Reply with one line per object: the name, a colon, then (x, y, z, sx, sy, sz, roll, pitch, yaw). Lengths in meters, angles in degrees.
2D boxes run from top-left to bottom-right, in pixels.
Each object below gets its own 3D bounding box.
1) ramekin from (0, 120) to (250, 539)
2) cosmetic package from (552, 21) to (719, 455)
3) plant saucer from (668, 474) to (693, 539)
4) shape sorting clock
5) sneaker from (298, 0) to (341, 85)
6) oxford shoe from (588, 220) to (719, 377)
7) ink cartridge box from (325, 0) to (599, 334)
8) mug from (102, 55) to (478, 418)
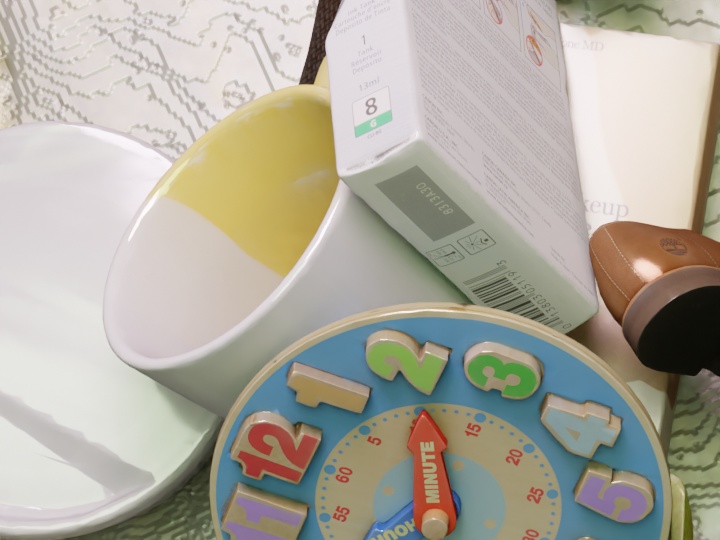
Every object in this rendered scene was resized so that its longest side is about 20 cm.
ramekin: (-0.146, 0.036, 1.457, 0.202, 0.094, 0.203, -1, 76, 6)
cosmetic package: (0.112, -0.013, 1.449, 0.105, 0.071, 0.201, 7, 78, 9)
plant saucer: (0.079, 0.202, 1.375, 0.199, 0.048, 0.201, -10, 70, 42)
shape sorting clock: (0.034, 0.101, 1.291, 0.199, 0.039, 0.201, 4, 121, 6)
sneaker: (0.024, -0.118, 1.498, 0.084, 0.073, 0.201, 23, 72, -20)
oxford shoe: (0.174, 0.016, 1.385, 0.071, 0.200, 0.071, -47, 53, 15)
ink cartridge box: (0.041, -0.087, 1.344, 0.050, 0.161, 0.200, -25, 49, 22)
mug: (0.001, 0.006, 1.354, 0.153, 0.149, 0.187, 40, 85, -31)
